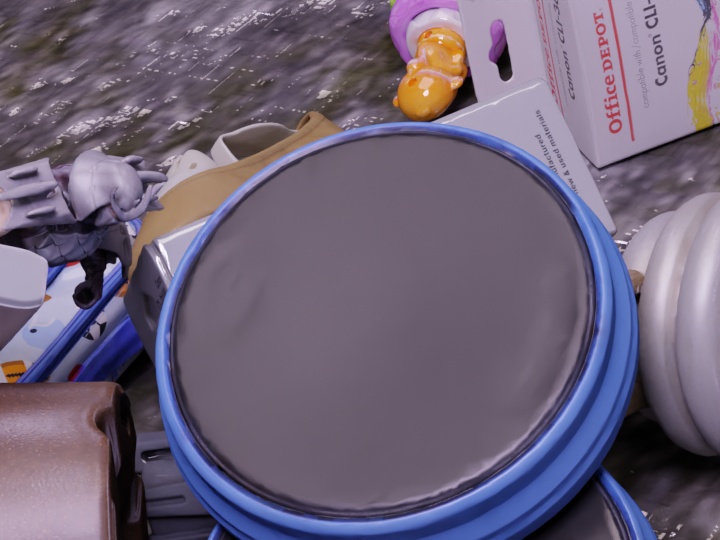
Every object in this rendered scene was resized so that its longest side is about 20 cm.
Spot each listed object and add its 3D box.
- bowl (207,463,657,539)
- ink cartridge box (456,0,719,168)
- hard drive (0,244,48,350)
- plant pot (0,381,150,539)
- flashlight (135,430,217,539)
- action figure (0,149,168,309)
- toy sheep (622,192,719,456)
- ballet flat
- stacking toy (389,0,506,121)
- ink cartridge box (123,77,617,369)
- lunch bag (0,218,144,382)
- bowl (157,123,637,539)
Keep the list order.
[{"bbox_3d":[0.024,0.138,0.948,0.201,0.039,0.201,-7,52,9],"label":"bowl"},{"bbox_3d":[0.160,-0.134,1.295,0.200,0.117,0.068,-21,34,-9],"label":"ink cartridge box"},{"bbox_3d":[-0.221,0.023,0.991,0.132,0.200,0.027,12,67,-20],"label":"hard drive"},{"bbox_3d":[-0.189,0.129,0.977,0.198,0.200,0.200,-4,33,0],"label":"plant pot"},{"bbox_3d":[0.003,0.097,1.059,0.200,0.068,0.068,-10,67,15],"label":"flashlight"},{"bbox_3d":[-0.165,-0.005,1.061,0.200,0.069,0.130,-22,-17,31],"label":"action figure"},{"bbox_3d":[0.178,0.025,1.036,0.200,0.138,0.138,7,38,35],"label":"toy sheep"},{"bbox_3d":[-0.068,-0.038,1.245,0.063,0.069,0.200,47,35,14],"label":"ballet flat"},{"bbox_3d":[0.055,-0.157,1.398,0.116,0.110,0.200,-15,41,28],"label":"stacking toy"},{"bbox_3d":[0.000,0.000,1.122,0.200,0.083,0.146,-24,-7,-13],"label":"ink cartridge box"},{"bbox_3d":[-0.193,0.034,1.214,0.160,0.076,0.200,8,40,27],"label":"lunch bag"},{"bbox_3d":[0.011,0.027,0.971,0.201,0.039,0.201,-7,59,12],"label":"bowl"}]
